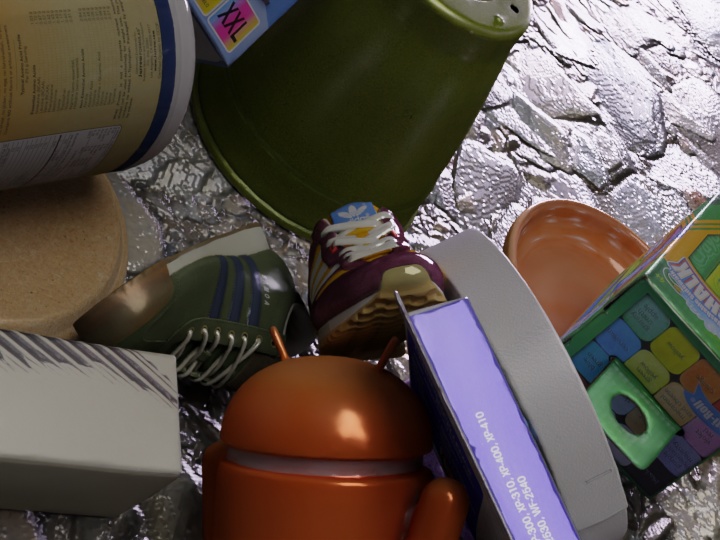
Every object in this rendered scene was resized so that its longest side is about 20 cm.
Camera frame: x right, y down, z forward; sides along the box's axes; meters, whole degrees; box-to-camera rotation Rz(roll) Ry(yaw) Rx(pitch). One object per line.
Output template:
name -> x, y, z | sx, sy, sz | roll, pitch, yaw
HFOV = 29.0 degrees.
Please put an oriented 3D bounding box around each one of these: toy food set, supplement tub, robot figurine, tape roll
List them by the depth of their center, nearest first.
supplement tub -> -0.199, -0.112, 0.712 | 0.199, 0.144, 0.145 | -15, 67, -46
robot figurine -> -0.018, 0.132, 0.720 | 0.115, 0.144, 0.203 | 3, 90, -15
toy food set -> -0.222, -0.029, 0.773 | 0.198, 0.049, 0.200 | 15, 49, -32
tape roll -> 0.091, 0.073, 0.813 | 0.037, 0.203, 0.204 | -24, 70, -6

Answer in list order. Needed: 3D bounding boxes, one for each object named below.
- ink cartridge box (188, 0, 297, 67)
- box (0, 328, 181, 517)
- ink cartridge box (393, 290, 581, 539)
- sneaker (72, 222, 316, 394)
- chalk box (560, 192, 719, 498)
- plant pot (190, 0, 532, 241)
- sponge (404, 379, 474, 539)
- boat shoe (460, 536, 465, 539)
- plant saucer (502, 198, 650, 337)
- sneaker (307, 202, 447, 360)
ink cartridge box -> -0.062, -0.240, 0.836 | 0.200, 0.076, 0.137 | -48, 127, -18
box -> -0.192, 0.072, 0.683 | 0.198, 0.082, 0.069 | 12, 59, -35
ink cartridge box -> 0.077, 0.119, 0.711 | 0.043, 0.200, 0.200 | -23, 70, -3
sneaker -> -0.081, 0.033, 0.803 | 0.090, 0.067, 0.200 | 55, 22, 2
chalk box -> 0.217, 0.059, 0.961 | 0.125, 0.124, 0.200 | 47, 40, 3
plant pot -> 0.013, -0.152, 0.965 | 0.199, 0.193, 0.202 | 22, 45, -24
sponge -> 0.104, 0.152, 0.916 | 0.111, 0.030, 0.201 | -14, 68, -45
boat shoe -> 0.036, 0.170, 0.798 | 0.068, 0.073, 0.200 | -6, 40, -41
plant saucer -> 0.184, 0.036, 1.076 | 0.198, 0.037, 0.202 | 22, 46, -25
sneaker -> 0.000, 0.000, 0.800 | 0.074, 0.200, 0.091 | -7, 80, -11
